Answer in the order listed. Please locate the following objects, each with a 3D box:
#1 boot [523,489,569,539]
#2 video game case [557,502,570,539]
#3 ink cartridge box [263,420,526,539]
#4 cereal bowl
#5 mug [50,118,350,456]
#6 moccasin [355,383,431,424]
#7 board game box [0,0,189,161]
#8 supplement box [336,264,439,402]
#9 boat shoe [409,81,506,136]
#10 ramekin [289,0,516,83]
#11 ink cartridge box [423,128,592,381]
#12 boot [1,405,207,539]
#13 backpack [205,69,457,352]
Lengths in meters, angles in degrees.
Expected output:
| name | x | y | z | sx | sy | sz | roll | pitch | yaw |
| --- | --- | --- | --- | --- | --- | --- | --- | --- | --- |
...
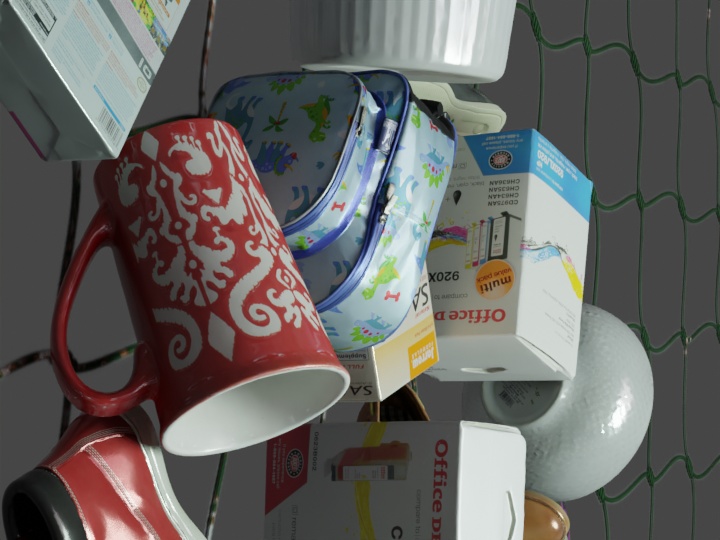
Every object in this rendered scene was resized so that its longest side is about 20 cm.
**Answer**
| name | x | y | z | sx | sy | sz | roll | pitch | yaw |
| --- | --- | --- | --- | --- | --- | --- | --- | --- | --- |
| boot | 0.072 | 0.259 | 1.557 | 0.074 | 0.200 | 0.155 | 67 | 25 | -21 |
| video game case | 0.174 | 0.291 | 1.941 | 0.181 | 0.036 | 0.200 | -36 | 119 | -60 |
| ink cartridge box | 0.023 | 0.192 | 1.460 | 0.083 | 0.200 | 0.145 | 13 | 76 | -50 |
| cereal bowl | 0.178 | 0.117 | 1.795 | 0.083 | 0.200 | 0.200 | 30 | 60 | -49 |
| mug | -0.116 | 0.007 | 1.248 | 0.177 | 0.133 | 0.200 | 3 | 59 | -46 |
| moccasin | 0.049 | 0.163 | 1.564 | 0.201 | 0.074 | 0.078 | -107 | -156 | -55 |
| board game box | -0.187 | -0.195 | 1.248 | 0.148 | 0.064 | 0.200 | 61 | 38 | -42 |
| supplement box | 0.000 | 0.000 | 1.584 | 0.126 | 0.073 | 0.200 | -29 | 114 | -60 |
| boat shoe | 0.059 | -0.164 | 1.749 | 0.200 | 0.072 | 0.068 | 13 | 37 | -55 |
| ramekin | 0.034 | -0.211 | 1.546 | 0.200 | 0.200 | 0.098 | -1 | 96 | -63 |
| ink cartridge box | 0.117 | -0.009 | 1.735 | 0.145 | 0.147 | 0.200 | 34 | 57 | -56 |
| boot | -0.168 | 0.203 | 1.242 | 0.144 | 0.072 | 0.200 | -49 | 122 | -53 |
| backpack | -0.042 | -0.049 | 1.395 | 0.147 | 0.183 | 0.200 | 31 | 66 | -51 |
